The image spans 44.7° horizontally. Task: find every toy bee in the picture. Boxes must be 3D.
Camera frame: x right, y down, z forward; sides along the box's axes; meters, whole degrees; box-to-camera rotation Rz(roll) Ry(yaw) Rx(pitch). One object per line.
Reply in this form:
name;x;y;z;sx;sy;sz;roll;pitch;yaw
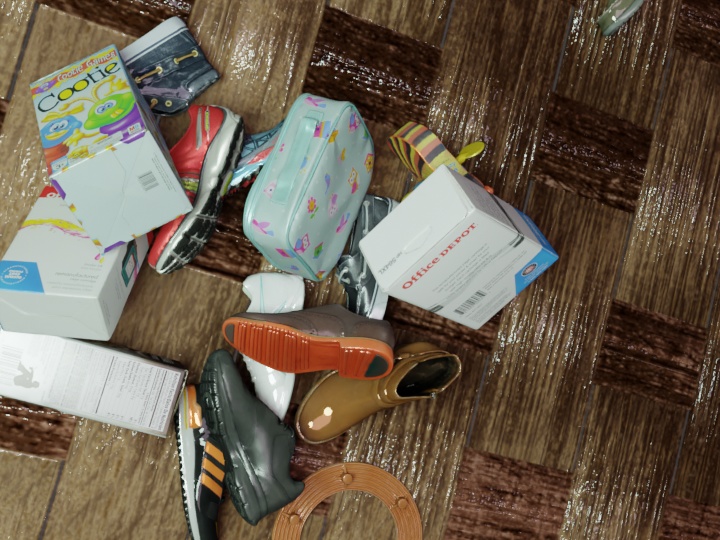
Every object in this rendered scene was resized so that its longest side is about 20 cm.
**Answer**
toy bee;0.125;-0.112;1.117;0.200;0.109;0.131;31;76;-15

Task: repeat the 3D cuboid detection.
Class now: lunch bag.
lunch bag;-0.057;-0.102;1.027;0.077;0.160;0.201;15;75;24

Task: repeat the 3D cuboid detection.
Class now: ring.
ring;-0.014;0.344;1.108;0.200;0.019;0.201;0;89;-18

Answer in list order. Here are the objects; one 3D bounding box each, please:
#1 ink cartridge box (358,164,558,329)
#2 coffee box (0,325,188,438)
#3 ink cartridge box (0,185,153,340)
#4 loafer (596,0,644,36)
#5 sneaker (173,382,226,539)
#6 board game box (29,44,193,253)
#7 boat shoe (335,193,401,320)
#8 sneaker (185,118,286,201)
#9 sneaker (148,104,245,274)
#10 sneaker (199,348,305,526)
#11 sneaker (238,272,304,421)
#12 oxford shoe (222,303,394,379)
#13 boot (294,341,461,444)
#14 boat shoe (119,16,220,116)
ink cartridge box;0.120;-0.023;1.049;0.146;0.084;0.200;-43;141;20
coffee box;-0.303;0.117;0.974;0.199;0.113;0.080;18;84;-17
ink cartridge box;-0.296;-0.025;0.933;0.116;0.067;0.200;4;45;4
loafer;0.374;-0.418;1.228;0.070;0.075;0.200;29;75;-3
sneaker;-0.168;0.230;1.035;0.090;0.070;0.201;-6;89;-14
board game box;-0.260;-0.130;0.901;0.103;0.200;0.105;-27;133;-5
boat shoe;0.000;0.000;1.094;0.068;0.072;0.201;16;81;-18
sneaker;-0.166;-0.138;1.042;0.200;0.079;0.096;-35;97;-15
sneaker;-0.197;-0.092;0.979;0.085;0.077;0.201;20;79;8
sneaker;-0.123;0.180;0.993;0.091;0.076;0.201;-19;98;-23
sneaker;-0.117;0.099;1.062;0.080;0.070;0.201;7;79;-12
oxford shoe;-0.059;0.074;1.020;0.199;0.071;0.073;12;44;-3
boot;0.022;0.151;1.052;0.200;0.155;0.077;-25;96;-16
boat shoe;-0.260;-0.205;1.017;0.200;0.071;0.091;-40;98;-15
